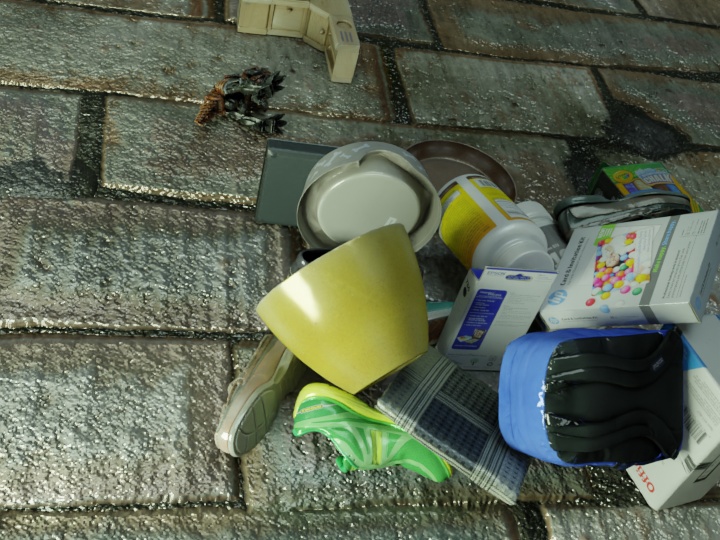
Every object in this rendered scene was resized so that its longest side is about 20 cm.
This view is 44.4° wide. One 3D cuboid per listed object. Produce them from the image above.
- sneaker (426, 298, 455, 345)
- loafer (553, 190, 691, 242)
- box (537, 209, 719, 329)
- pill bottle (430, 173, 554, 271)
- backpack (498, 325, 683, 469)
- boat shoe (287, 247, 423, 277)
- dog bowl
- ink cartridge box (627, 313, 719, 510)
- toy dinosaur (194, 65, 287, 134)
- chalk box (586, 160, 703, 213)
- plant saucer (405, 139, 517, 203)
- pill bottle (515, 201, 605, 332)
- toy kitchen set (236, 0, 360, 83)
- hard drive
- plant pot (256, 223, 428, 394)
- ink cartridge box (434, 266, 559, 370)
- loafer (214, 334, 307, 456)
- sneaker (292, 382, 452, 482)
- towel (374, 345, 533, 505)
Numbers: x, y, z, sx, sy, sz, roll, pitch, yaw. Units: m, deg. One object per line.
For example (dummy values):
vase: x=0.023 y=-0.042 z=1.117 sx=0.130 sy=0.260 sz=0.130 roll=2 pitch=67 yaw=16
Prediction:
sneaker: x=0.046 y=0.059 z=1.171 sx=0.200 sy=0.071 sz=0.080 roll=-9 pitch=54 yaw=-23
loafer: x=0.375 y=-0.069 z=1.252 sx=0.200 sy=0.072 sz=0.063 roll=-3 pitch=59 yaw=-6
box: x=0.339 y=0.001 z=1.102 sx=0.041 sy=0.200 sz=0.156 roll=51 pitch=53 yaw=-27
pill bottle: x=0.181 y=-0.044 z=1.206 sx=0.109 sy=0.109 sz=0.200 roll=-4 pitch=33 yaw=-21
backpack: x=0.252 y=0.148 z=1.023 sx=0.200 sy=0.168 sz=0.163 roll=-1 pitch=85 yaw=-30
boat shoe: x=0.000 y=0.000 z=1.222 sx=0.200 sy=0.063 sz=0.073 roll=-1 pitch=46 yaw=-18
dog bowl: x=0.011 y=-0.094 z=1.229 sx=0.200 sy=0.200 sz=0.059 roll=6 pitch=46 yaw=-11
ink cartridge box: x=0.394 y=0.173 z=1.075 sx=0.084 sy=0.200 sz=0.146 roll=-6 pitch=48 yaw=-25
toy dinosaur: x=-0.194 y=-0.275 z=1.437 sx=0.136 sy=0.102 sz=0.200 roll=20 pitch=60 yaw=24
chalk box: x=0.435 y=-0.089 z=1.401 sx=0.124 sy=0.125 sz=0.200 roll=-7 pitch=50 yaw=-23
plant saucer: x=0.153 y=-0.137 z=1.428 sx=0.200 sy=0.035 sz=0.201 roll=8 pitch=45 yaw=-8
pill bottle: x=0.272 y=0.001 z=1.269 sx=0.114 sy=0.114 sz=0.200 roll=-9 pitch=49 yaw=-25
toy kitchen set: x=-0.108 y=-0.462 z=1.576 sx=0.200 sy=0.163 sz=0.181 roll=2 pitch=46 yaw=-15
hard drive: x=-0.045 y=-0.116 z=1.268 sx=0.200 sy=0.140 sz=0.033 roll=5 pitch=46 yaw=-12
plant pot: x=0.000 y=0.058 z=1.026 sx=0.200 sy=0.200 sz=0.142 roll=-24 pitch=78 yaw=-34
ink cartridge box: x=0.169 y=0.053 z=1.123 sx=0.099 sy=0.200 sz=0.039 roll=5 pitch=46 yaw=-14
loafer: x=-0.125 y=0.143 z=1.048 sx=0.063 sy=0.072 sz=0.200 roll=12 pitch=35 yaw=19
sneaker: x=0.011 y=0.203 z=1.032 sx=0.200 sy=0.074 sz=0.084 roll=25 pitch=75 yaw=0
towel: x=0.123 y=0.180 z=1.058 sx=0.192 sy=0.035 sz=0.200 roll=34 pitch=24 yaw=10
